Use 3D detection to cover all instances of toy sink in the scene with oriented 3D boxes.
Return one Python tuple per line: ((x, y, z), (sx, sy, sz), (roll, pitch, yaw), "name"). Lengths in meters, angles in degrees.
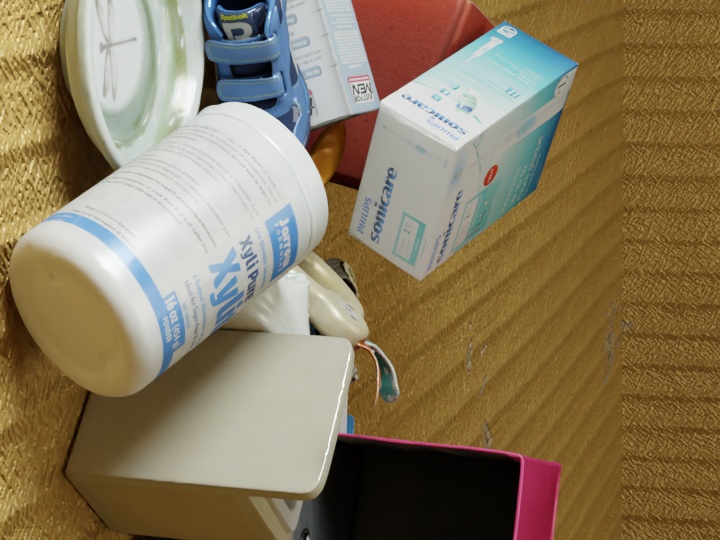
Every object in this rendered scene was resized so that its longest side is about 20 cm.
((-0.097, 0.127, 1.322), (0.112, 0.199, 0.131), (65, 32, -53), "toy sink")

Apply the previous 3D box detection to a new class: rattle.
((0.000, 0.000, 1.471), (0.143, 0.200, 0.130), (-41, 146, -5), "rattle")

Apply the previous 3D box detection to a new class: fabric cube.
((0.056, 0.248, 1.541), (0.199, 0.199, 0.198), (23, 73, -74), "fabric cube")

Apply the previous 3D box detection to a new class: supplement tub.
((-0.131, -0.016, 1.220), (0.200, 0.131, 0.133), (-39, 133, -36), "supplement tub")

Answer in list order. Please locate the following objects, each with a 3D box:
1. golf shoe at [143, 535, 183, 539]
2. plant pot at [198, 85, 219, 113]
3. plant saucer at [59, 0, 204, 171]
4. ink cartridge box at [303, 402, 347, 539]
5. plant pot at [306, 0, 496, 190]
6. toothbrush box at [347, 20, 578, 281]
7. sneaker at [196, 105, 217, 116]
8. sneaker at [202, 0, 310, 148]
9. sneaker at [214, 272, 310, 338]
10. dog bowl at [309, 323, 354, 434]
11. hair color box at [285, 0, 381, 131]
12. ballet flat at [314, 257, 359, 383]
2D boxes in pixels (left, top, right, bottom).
((-0.145, 0.209, 1.417), (0.088, 0.077, 0.201), (101, -1, -76), "golf shoe")
((-0.140, -0.050, 1.439), (0.200, 0.027, 0.202), (2, 90, -72), "plant pot")
((-0.174, -0.165, 1.287), (0.200, 0.050, 0.202), (3, 90, -71), "plant saucer")
((-0.081, 0.186, 1.555), (0.200, 0.083, 0.146), (-11, 104, -72), "ink cartridge box")
((0.011, -0.166, 1.647), (0.200, 0.199, 0.177), (19, 88, -70), "plant pot")
((0.089, -0.107, 1.535), (0.200, 0.085, 0.147), (-35, 150, -44), "toothbrush box")
((-0.107, -0.025, 1.383), (0.085, 0.072, 0.201), (-55, 144, -62), "sneaker")
((-0.087, -0.173, 1.377), (0.082, 0.073, 0.201), (-51, 134, -74), "sneaker")
((-0.059, 0.048, 1.390), (0.200, 0.075, 0.089), (70, 30, -56), "sneaker")
((-0.045, 0.110, 1.709), (0.111, 0.049, 0.202), (-9, 101, -71), "dog bowl")
((-0.063, -0.213, 1.444), (0.061, 0.098, 0.201), (-18, 93, -63), "hair color box")
((-0.019, 0.052, 1.601), (0.068, 0.046, 0.200), (60, 20, -26), "ballet flat")
